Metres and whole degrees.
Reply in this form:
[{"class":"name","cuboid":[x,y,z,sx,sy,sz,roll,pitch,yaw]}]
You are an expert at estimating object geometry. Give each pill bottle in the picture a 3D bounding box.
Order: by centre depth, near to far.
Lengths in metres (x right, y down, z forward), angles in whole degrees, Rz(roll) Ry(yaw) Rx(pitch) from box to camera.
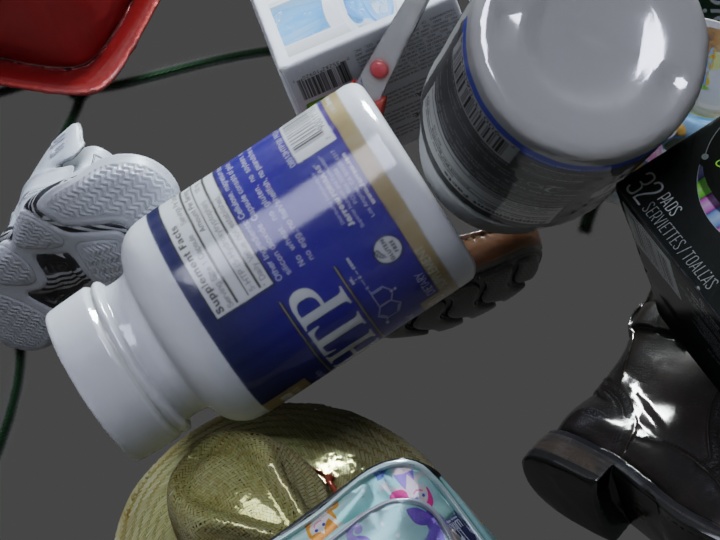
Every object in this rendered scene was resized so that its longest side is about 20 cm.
[{"class":"pill bottle","cuboid":[0.091,-0.085,1.147,0.113,0.200,0.114,2,79,-8]},{"class":"pill bottle","cuboid":[-0.053,0.006,1.193,0.200,0.120,0.120,-33,52,3]}]

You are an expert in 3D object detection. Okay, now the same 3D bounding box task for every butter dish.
[{"class":"butter dish","cuboid":[-0.220,-0.228,1.473,0.199,0.148,0.200,11,60,24]}]

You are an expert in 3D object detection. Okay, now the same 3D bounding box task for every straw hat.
[{"class":"straw hat","cuboid":[-0.054,0.129,1.203,0.200,0.085,0.202,-9,53,12]}]

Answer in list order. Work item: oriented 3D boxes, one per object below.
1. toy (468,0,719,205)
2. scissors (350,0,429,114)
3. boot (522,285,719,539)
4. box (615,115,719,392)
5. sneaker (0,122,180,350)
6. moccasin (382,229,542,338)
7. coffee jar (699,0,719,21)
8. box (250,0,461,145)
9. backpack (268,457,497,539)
[{"class":"toy","cuboid":[0.138,-0.087,1.269,0.199,0.116,0.047,16,21,18]},{"class":"scissors","cuboid":[0.000,-0.105,1.304,0.073,0.201,0.014,19,29,11]},{"class":"boot","cuboid":[0.195,0.073,1.178,0.200,0.069,0.174,28,62,27]},{"class":"box","cuboid":[0.249,-0.015,1.105,0.200,0.124,0.149,-32,54,-3]},{"class":"sneaker","cuboid":[-0.150,-0.039,1.314,0.200,0.075,0.115,-37,24,49]},{"class":"moccasin","cuboid":[0.001,0.000,1.288,0.200,0.074,0.078,-15,69,18]},{"class":"coffee jar","cuboid":[0.197,-0.168,1.324,0.199,0.104,0.086,-11,52,11]},{"class":"box","cuboid":[-0.012,-0.176,1.397,0.112,0.102,0.200,-23,52,1]},{"class":"backpack","cuboid":[0.017,0.204,1.073,0.177,0.151,0.200,-35,84,-2]}]
